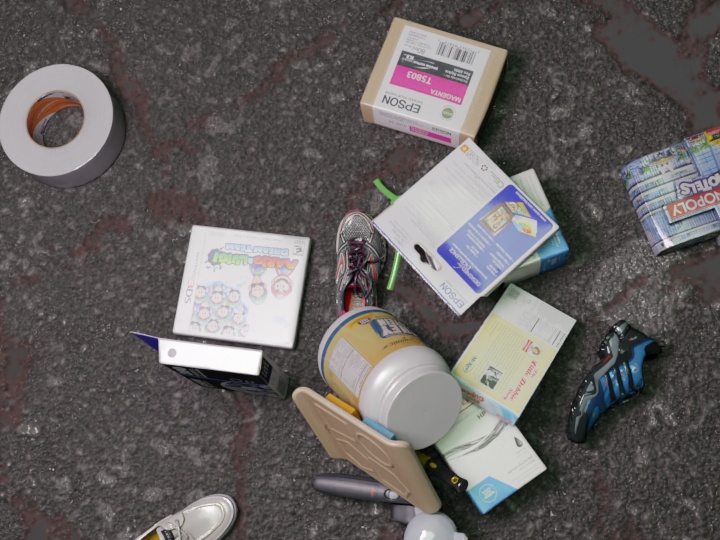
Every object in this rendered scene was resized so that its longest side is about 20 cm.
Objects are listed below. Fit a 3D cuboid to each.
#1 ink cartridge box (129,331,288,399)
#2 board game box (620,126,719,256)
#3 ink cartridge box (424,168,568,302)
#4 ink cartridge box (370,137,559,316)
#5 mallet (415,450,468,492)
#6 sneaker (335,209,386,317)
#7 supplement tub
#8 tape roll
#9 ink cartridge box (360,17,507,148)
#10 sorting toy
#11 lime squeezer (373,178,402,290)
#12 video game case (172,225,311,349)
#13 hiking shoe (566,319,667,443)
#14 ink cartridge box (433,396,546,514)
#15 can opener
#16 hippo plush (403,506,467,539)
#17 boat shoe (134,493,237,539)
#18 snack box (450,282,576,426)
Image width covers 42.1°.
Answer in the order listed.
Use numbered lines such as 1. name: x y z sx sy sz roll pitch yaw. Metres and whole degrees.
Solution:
1. ink cartridge box: -0.222 0.143 1.389 0.200 0.198 0.043 8 74 10
2. board game box: 0.532 -0.105 1.429 0.200 0.062 0.200 -20 74 2
3. ink cartridge box: 0.199 -0.048 1.443 0.200 0.084 0.145 -21 74 2
4. ink cartridge box: 0.154 -0.064 1.387 0.200 0.047 0.198 -41 75 -3
5. mallet: 0.101 0.266 1.339 0.041 0.200 0.066 46 71 -25
6. sneaker: 0.000 0.000 1.461 0.081 0.075 0.200 -4 75 6
7. supplement tub: 0.041 0.153 1.341 0.145 0.145 0.200 -45 37 -5
8. tape roll: -0.504 -0.244 1.585 0.200 0.066 0.200 -2 75 6
9. ink cartridge box: 0.120 -0.300 1.519 0.200 0.075 0.165 18 78 10
10. sorting toy: 0.013 0.244 1.295 0.200 0.185 0.036 21 60 37
11. lime squeezer: 0.052 -0.072 1.456 0.071 0.038 0.200 -23 59 30
12. video game case: -0.189 0.025 1.503 0.200 0.024 0.182 7 78 8
13. hiking shoe: 0.372 0.172 1.373 0.087 0.074 0.200 27 81 13
14. ink cartridge box: 0.168 0.245 1.384 0.116 0.067 0.200 -35 75 -3
15. can opener: 0.025 0.328 1.383 0.200 0.063 0.079 9 78 9
16. hippo plush: 0.059 0.404 1.318 0.159 0.200 0.161 23 60 39
17. boat shoe: -0.278 0.399 1.399 0.200 0.070 0.071 -27 75 0
18. snack box: 0.224 0.121 1.383 0.116 0.037 0.200 31 57 13
